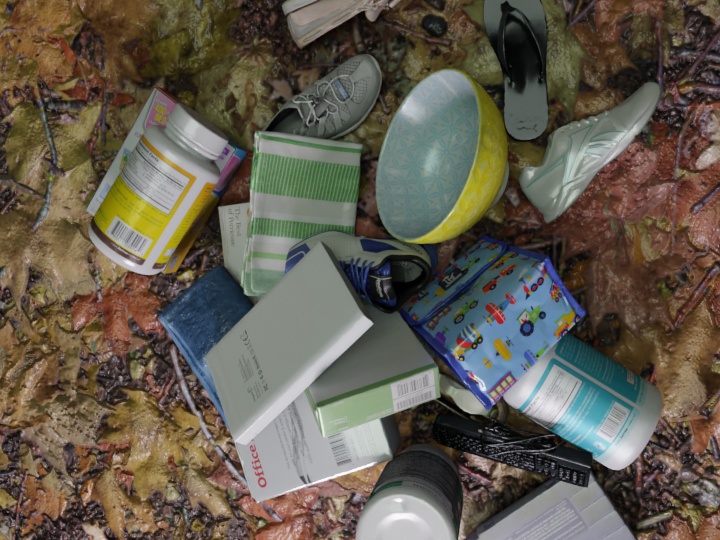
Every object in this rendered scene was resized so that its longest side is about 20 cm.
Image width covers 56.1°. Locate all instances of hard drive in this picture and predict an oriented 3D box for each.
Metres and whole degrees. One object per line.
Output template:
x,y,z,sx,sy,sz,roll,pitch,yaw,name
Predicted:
-0.086,0.078,0.763,0.200,0.027,0.133,-44,46,11,hard drive

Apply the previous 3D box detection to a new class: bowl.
0.115,-0.124,0.812,0.105,0.199,0.205,13,97,-31,bowl

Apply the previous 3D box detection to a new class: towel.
-0.165,0.099,0.854,0.111,0.048,0.201,-39,71,5,towel
-0.073,-0.067,0.863,0.148,0.023,0.206,2,100,-22,towel

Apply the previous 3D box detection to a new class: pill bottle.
-0.252,-0.105,0.860,0.108,0.109,0.202,37,99,8,pill bottle
0.066,0.282,0.805,0.110,0.200,0.117,1,93,12,pill bottle
0.244,0.137,0.806,0.197,0.111,0.113,32,98,9,pill bottle

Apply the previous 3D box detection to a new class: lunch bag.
0.136,0.039,0.794,0.150,0.200,0.094,-43,114,-2,lunch bag

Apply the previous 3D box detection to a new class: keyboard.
0.175,0.223,0.816,0.195,0.105,0.040,10,51,23,keyboard

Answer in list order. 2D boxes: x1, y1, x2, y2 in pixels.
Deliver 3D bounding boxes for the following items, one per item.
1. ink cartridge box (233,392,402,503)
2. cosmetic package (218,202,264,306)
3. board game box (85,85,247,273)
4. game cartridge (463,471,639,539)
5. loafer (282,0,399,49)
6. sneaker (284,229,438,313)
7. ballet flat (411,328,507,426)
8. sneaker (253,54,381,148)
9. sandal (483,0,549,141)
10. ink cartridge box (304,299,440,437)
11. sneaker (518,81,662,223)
-0.062,0.194,0.886,0.195,0.084,0.149,-20,87,12,ink cartridge box
-0.137,0.011,0.913,0.080,0.051,0.206,-6,91,11,cosmetic package
-0.271,-0.124,0.940,0.152,0.040,0.202,36,99,8,board game box
0.238,0.347,0.857,0.198,0.038,0.131,-37,81,11,game cartridge
-0.004,-0.342,0.867,0.195,0.072,0.064,-11,107,19,loafer
0.001,0.000,0.810,0.193,0.115,0.083,-6,105,3,sneaker
0.102,0.135,0.858,0.197,0.067,0.069,30,97,10,ballet flat
-0.054,-0.200,0.869,0.199,0.082,0.075,-40,84,11,sneaker
0.199,-0.265,0.832,0.074,0.043,0.206,-11,90,12,sandal
-0.008,0.095,0.804,0.142,0.201,0.049,-17,120,-12,ink cartridge box
0.273,-0.155,0.809,0.080,0.070,0.200,46,101,9,sneaker
